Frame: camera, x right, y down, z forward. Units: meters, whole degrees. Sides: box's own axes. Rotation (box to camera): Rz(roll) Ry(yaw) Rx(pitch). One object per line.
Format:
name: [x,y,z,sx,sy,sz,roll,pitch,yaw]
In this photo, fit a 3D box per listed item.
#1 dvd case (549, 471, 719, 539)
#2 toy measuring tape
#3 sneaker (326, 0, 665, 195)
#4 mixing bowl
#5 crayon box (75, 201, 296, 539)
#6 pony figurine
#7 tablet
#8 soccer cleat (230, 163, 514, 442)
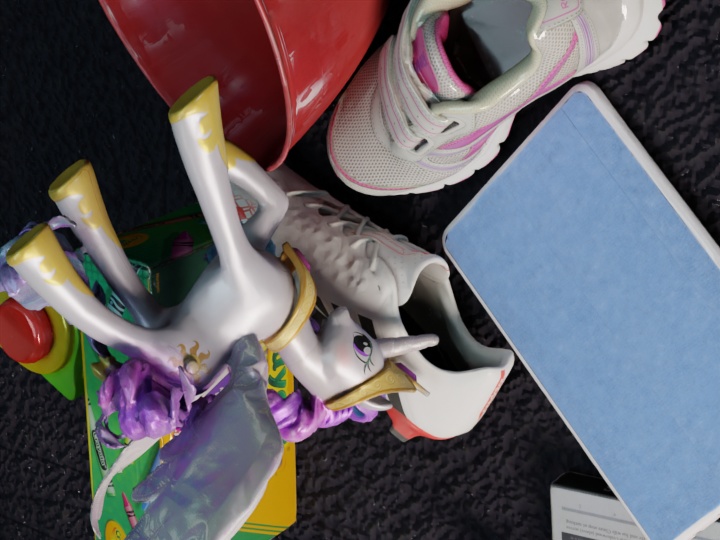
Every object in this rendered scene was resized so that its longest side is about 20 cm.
dvd case: [0.169,0.211,0.864,0.149,0.025,0.202,8,110,36]
toy measuring tape: [-0.218,0.005,1.060,0.200,0.073,0.074,38,126,20]
sneaker: [0.043,-0.097,0.799,0.200,0.088,0.082,-36,74,40]
mixing bowl: [-0.053,-0.160,0.822,0.200,0.108,0.201,47,158,26]
crayon box: [-0.094,0.070,0.954,0.058,0.118,0.202,13,114,33]
pony figurine: [-0.078,0.039,0.803,0.200,0.193,0.166,52,171,-22]
tablet: [0.129,0.024,0.820,0.201,0.014,0.130,56,130,17]
soccer cleat: [0.000,0.000,0.888,0.200,0.068,0.085,50,135,6]
